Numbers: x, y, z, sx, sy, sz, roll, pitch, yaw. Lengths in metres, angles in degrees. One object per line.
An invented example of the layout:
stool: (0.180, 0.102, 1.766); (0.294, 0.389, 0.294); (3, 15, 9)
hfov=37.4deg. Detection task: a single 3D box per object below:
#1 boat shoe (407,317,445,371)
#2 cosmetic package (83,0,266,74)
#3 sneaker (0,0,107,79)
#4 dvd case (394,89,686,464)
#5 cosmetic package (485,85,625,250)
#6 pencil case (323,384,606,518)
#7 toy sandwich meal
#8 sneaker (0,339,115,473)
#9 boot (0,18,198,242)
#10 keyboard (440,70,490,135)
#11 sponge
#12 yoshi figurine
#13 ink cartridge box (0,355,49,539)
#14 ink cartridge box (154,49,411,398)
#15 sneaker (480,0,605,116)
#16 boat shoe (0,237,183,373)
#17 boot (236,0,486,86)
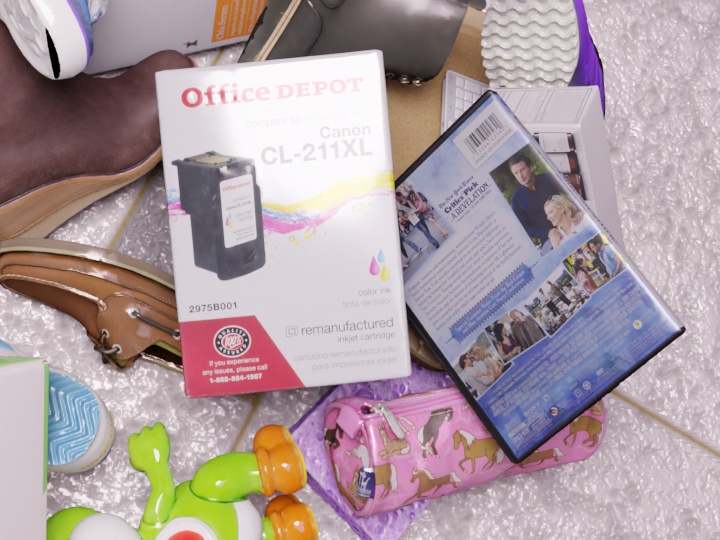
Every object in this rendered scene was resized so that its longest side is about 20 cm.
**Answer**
boat shoe: (-0.001, 0.000, 0.785); (0.200, 0.068, 0.072); (42, 61, 2)
cosmetic package: (-0.149, -0.208, 0.763); (0.198, 0.102, 0.072); (-17, 69, -19)
sneaker: (-0.159, -0.211, 0.650); (0.145, 0.081, 0.201); (-22, 59, -22)
dvd case: (0.094, 0.004, 0.698); (0.143, 0.017, 0.201); (-43, 72, 22)
cosmetic package: (0.143, -0.036, 0.776); (0.051, 0.082, 0.201); (-58, 140, -37)
pencil case: (0.075, 0.113, 0.752); (0.197, 0.086, 0.084); (-9, 84, -21)
toy sandwich meal: (0.059, -0.107, 0.838); (0.202, 0.070, 0.208); (2, 85, -26)
sneaker: (-0.253, 0.077, 0.696); (0.198, 0.081, 0.077); (28, 73, 10)
boot: (-0.206, -0.120, 0.703); (0.200, 0.167, 0.072); (-45, 52, -15)
keyboard: (0.081, -0.046, 0.782); (0.056, 0.011, 0.203); (11, 74, -28)
sponge: (0.043, 0.102, 0.806); (0.112, 0.030, 0.200); (47, 69, -4)
yoshi figurine: (-0.135, 0.170, 0.703); (0.198, 0.112, 0.113); (-17, 64, -23)
ink cartridge box: (-0.286, 0.121, 0.609); (0.197, 0.084, 0.148); (2, 91, 14)
ink cartridge box: (-0.048, -0.030, 0.682); (0.143, 0.083, 0.203); (-6, 92, 0)
sneaker: (0.140, -0.153, 0.776); (0.069, 0.201, 0.100); (8, 50, 24)
boat shoe: (-0.157, 0.033, 0.733); (0.197, 0.072, 0.069); (16, 73, -14)
boot: (-0.015, -0.139, 0.752); (0.137, 0.201, 0.078); (24, 39, -11)
